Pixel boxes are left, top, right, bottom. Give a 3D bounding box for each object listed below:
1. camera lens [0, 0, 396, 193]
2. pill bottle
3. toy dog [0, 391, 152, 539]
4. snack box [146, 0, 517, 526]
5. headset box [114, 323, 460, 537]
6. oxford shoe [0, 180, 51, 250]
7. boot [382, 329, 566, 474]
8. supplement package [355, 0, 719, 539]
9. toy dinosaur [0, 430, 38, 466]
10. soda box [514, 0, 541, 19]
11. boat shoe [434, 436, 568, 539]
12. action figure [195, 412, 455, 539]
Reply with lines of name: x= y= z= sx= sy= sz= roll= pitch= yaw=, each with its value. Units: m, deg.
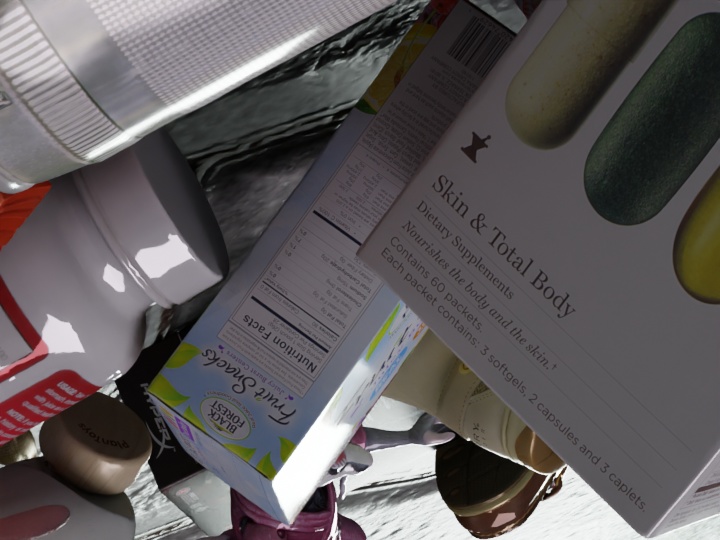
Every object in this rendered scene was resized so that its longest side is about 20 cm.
camera lens: x=-0.065 y=-0.125 z=0.707 sx=0.199 sy=0.161 sz=0.160 roll=-28 pitch=160 yaw=6
pill bottle: x=-0.157 y=0.014 z=1.006 sx=0.199 sy=0.113 sz=0.112 roll=-29 pitch=160 yaw=9
toy dog: x=-0.147 y=0.132 z=1.096 sx=0.200 sy=0.096 sz=0.132 roll=-38 pitch=157 yaw=-42
snack box: x=0.000 y=0.000 z=1.069 sx=0.201 sy=0.067 sz=0.169 roll=-55 pitch=173 yaw=-10
headset box: x=-0.012 y=0.057 z=1.338 sx=0.199 sy=0.078 sz=0.149 roll=-25 pitch=160 yaw=1
oxford shoe: x=-0.116 y=-0.081 z=0.892 sx=0.200 sy=0.072 sz=0.071 roll=-49 pitch=175 yaw=5
boot: x=0.063 y=-0.019 z=1.200 sx=0.073 sy=0.155 sz=0.201 roll=40 pitch=72 yaw=-56
supplement package: x=0.135 y=-0.036 z=0.926 sx=0.200 sy=0.152 sz=0.150 roll=-53 pitch=160 yaw=20
toy dinosaur: x=-0.167 y=0.068 z=1.187 sx=0.200 sy=0.058 sz=0.101 roll=-48 pitch=166 yaw=-17
soda box: x=0.099 y=-0.142 z=0.986 sx=0.063 sy=0.069 sz=0.200 roll=-32 pitch=161 yaw=-8
boat shoe: x=0.090 y=0.099 z=1.435 sx=0.072 sy=0.068 sz=0.200 roll=-19 pitch=-163 yaw=16
action figure: x=-0.039 y=0.124 z=1.274 sx=0.148 sy=0.135 sz=0.201 roll=16 pitch=143 yaw=10
